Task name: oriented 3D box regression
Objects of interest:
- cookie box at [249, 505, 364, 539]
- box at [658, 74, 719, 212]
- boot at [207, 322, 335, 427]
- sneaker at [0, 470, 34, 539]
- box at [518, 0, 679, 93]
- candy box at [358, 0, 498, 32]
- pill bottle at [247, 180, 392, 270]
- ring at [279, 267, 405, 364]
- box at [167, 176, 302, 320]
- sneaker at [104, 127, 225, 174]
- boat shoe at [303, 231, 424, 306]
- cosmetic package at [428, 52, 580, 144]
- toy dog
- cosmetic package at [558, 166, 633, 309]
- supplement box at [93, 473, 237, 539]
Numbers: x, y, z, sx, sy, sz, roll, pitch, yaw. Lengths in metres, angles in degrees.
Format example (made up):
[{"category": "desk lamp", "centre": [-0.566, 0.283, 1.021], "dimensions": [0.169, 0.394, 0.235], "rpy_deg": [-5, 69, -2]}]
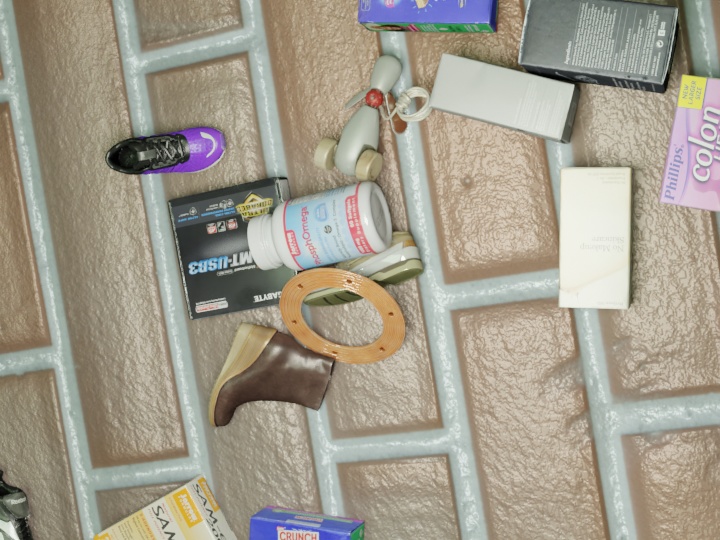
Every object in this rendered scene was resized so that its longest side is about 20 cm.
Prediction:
[{"category": "cookie box", "centre": [-0.089, 0.489, 1.728], "dimensions": [0.170, 0.075, 0.201], "rpy_deg": [6, 96, 16]}, {"category": "box", "centre": [0.523, -0.164, 1.489], "dimensions": [0.199, 0.097, 0.177], "rpy_deg": [11, 97, 16]}, {"category": "boot", "centre": [-0.143, 0.191, 1.726], "dimensions": [0.166, 0.072, 0.201], "rpy_deg": [24, 112, 4]}, {"category": "sneaker", "centre": [-0.603, 0.426, 1.880], "dimensions": [0.090, 0.066, 0.200], "rpy_deg": [-42, 80, 17]}, {"category": "box", "centre": [0.331, -0.314, 1.507], "dimensions": [0.199, 0.148, 0.105], "rpy_deg": [11, 97, 15]}, {"category": "candy box", "centre": [0.104, -0.440, 1.603], "dimensions": [0.199, 0.077, 0.170], "rpy_deg": [5, 94, 17]}, {"category": "pill bottle", "centre": [-0.061, -0.061, 1.621], "dimensions": [0.199, 0.109, 0.109], "rpy_deg": [-13, 90, 18]}, {"category": "ring", "centre": [-0.027, 0.068, 1.656], "dimensions": [0.200, 0.019, 0.201], "rpy_deg": [11, 136, 11]}, {"category": "box", "centre": [-0.195, -0.034, 1.737], "dimensions": [0.199, 0.050, 0.199], "rpy_deg": [-10, 90, 17]}, {"category": "sneaker", "centre": [-0.315, -0.184, 1.731], "dimensions": [0.199, 0.099, 0.070], "rpy_deg": [-8, 94, 17]}, {"category": "boat shoe", "centre": [0.000, 0.000, 1.674], "dimensions": [0.199, 0.075, 0.069], "rpy_deg": [-19, 71, 18]}, {"category": "cosmetic package", "centre": [0.208, -0.247, 1.571], "dimensions": [0.199, 0.107, 0.091], "rpy_deg": [14, 97, 17]}, {"category": "toy dog", "centre": [0.016, -0.215, 1.652], "dimensions": [0.200, 0.096, 0.132], "rpy_deg": [-46, 73, 1]}, {"category": "cosmetic package", "centre": [0.338, -0.048, 1.565], "dimensions": [0.103, 0.073, 0.201], "rpy_deg": [0, 93, 16]}, {"category": "supplement box", "centre": [-0.321, 0.440, 1.794], "dimensions": [0.200, 0.074, 0.126], "rpy_deg": [-32, 86, 16]}]
